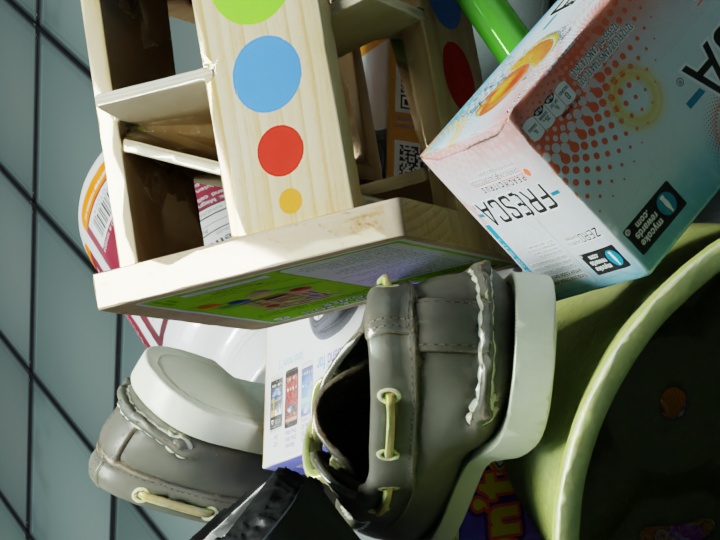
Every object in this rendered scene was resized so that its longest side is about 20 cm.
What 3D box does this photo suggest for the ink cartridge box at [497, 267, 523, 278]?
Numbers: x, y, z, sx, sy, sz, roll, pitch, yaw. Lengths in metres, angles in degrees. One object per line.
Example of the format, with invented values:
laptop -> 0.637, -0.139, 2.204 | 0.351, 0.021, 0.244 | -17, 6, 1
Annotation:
ink cartridge box -> 0.057, -0.002, 1.136 | 0.200, 0.066, 0.117 | 166, 98, -66

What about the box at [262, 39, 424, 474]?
box -> 0.000, 0.000, 1.109 | 0.119, 0.041, 0.201 | 152, 124, -61

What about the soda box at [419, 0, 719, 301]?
soda box -> 0.111, -0.084, 0.848 | 0.068, 0.200, 0.064 | 46, 157, -11

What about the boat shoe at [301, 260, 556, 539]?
boat shoe -> 0.013, 0.046, 0.885 | 0.202, 0.060, 0.073 | 121, 152, -68

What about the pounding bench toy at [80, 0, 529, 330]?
pounding bench toy -> 0.006, -0.078, 0.983 | 0.199, 0.124, 0.157 | -13, 80, 25

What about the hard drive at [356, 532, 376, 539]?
hard drive -> 0.060, 0.185, 1.142 | 0.200, 0.033, 0.140 | 46, 139, 23

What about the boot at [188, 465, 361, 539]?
boot -> 0.015, 0.143, 0.838 | 0.168, 0.076, 0.200 | 48, 167, -8

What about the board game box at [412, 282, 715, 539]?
board game box -> 0.080, 0.106, 1.005 | 0.045, 0.134, 0.201 | 178, 93, -65

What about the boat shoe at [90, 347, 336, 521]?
boat shoe -> -0.037, 0.092, 1.205 | 0.060, 0.201, 0.072 | -55, 45, 12

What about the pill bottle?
pill bottle -> -0.059, 0.011, 1.341 | 0.200, 0.112, 0.113 | -127, 38, -48

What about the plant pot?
plant pot -> 0.131, 0.061, 0.878 | 0.184, 0.199, 0.202 | -149, 55, -74
